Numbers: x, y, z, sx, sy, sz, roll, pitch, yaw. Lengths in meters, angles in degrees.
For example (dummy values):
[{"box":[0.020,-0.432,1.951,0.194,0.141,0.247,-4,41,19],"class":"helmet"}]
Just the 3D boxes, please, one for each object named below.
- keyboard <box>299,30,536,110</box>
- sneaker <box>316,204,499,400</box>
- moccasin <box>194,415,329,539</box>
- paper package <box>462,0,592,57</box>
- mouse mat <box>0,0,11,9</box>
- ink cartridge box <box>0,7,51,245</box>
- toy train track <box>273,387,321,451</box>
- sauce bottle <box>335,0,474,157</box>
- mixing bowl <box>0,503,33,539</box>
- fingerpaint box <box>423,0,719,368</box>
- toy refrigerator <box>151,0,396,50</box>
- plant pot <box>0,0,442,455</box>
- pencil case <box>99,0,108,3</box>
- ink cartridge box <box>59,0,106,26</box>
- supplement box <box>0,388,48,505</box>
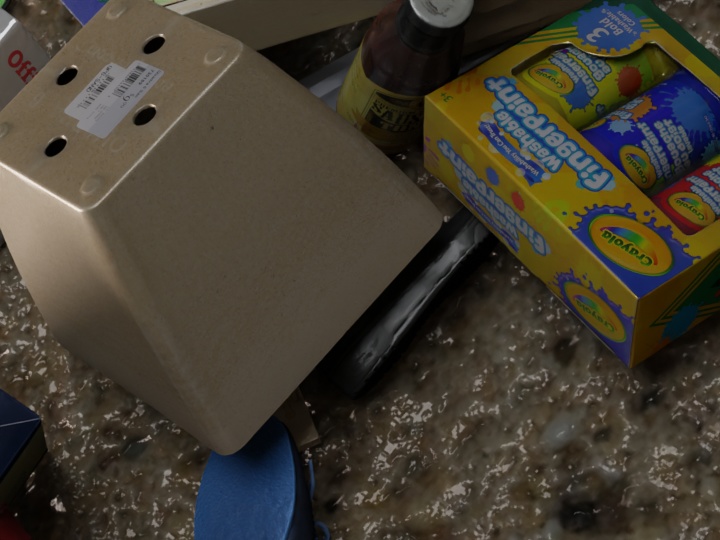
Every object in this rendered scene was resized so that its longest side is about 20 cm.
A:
[{"box":[0.022,-0.135,1.537,0.199,0.011,0.056,-29,65,4],"class":"keyboard"},{"box":[0.000,0.001,1.434,0.104,0.060,0.200,39,82,12],"class":"sneaker"},{"box":[-0.059,0.188,1.379,0.080,0.068,0.201,-11,61,22],"class":"moccasin"},{"box":[0.088,-0.259,1.509,0.190,0.104,0.201,-20,57,9],"class":"paper package"},{"box":[-0.365,-0.164,1.657,0.199,0.008,0.161,10,53,22],"class":"mouse mat"},{"box":[-0.286,-0.079,1.534,0.083,0.145,0.200,34,80,30],"class":"ink cartridge box"},{"box":[-0.072,0.031,1.479,0.114,0.033,0.201,-23,66,-3],"class":"toy train track"},{"box":[0.028,-0.130,1.420,0.066,0.200,0.066,2,73,-8],"class":"sauce bottle"},{"box":[-0.229,0.250,1.355,0.108,0.200,0.200,35,79,0],"class":"mixing bowl"},{"box":[0.162,-0.064,1.387,0.166,0.074,0.200,-30,57,-21],"class":"fingerpaint box"},{"box":[-0.039,-0.196,1.423,0.199,0.070,0.076,-14,63,17],"class":"toy refrigerator"},{"box":[-0.110,-0.048,1.364,0.200,0.177,0.200,-47,42,-14],"class":"plant pot"},{"box":[-0.148,-0.153,1.558,0.092,0.085,0.201,-8,62,-3],"class":"pencil case"},{"box":[-0.127,-0.240,1.541,0.200,0.043,0.196,-35,76,-32],"class":"ink cartridge box"},{"box":[-0.300,0.142,1.382,0.134,0.200,0.200,35,78,0],"class":"supplement box"}]
